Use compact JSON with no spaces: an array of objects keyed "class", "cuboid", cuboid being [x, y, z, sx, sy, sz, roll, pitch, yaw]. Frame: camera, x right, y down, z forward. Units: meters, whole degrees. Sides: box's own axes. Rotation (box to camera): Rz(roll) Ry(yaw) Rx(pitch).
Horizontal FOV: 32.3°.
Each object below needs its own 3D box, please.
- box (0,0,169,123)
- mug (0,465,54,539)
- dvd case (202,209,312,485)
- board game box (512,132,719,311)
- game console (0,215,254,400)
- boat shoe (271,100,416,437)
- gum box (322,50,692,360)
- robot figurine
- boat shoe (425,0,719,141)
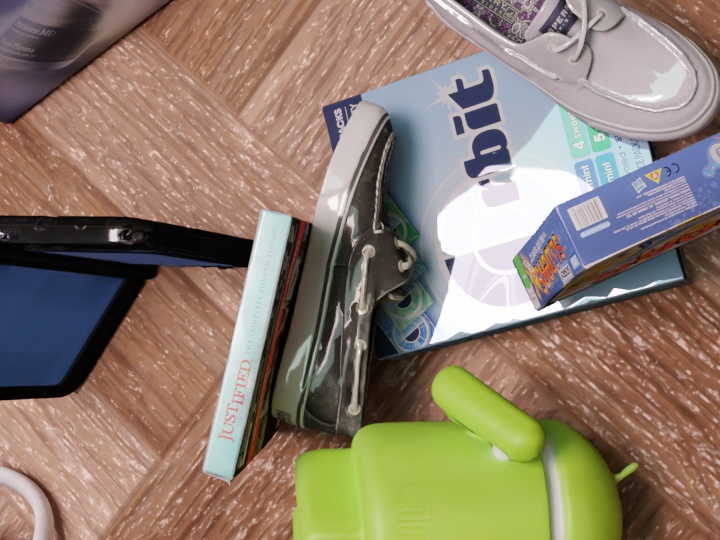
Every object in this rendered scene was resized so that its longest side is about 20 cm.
[{"class":"box","cuboid":[-0.253,-0.218,0.851,0.197,0.200,0.124,-33,74,17]},{"class":"mug","cuboid":[-0.292,0.231,0.876,0.173,0.148,0.202,10,60,14]},{"class":"dvd case","cuboid":[-0.054,0.039,0.754,0.022,0.200,0.148,13,92,4]},{"class":"board game box","cuboid":[0.185,-0.043,0.657,0.198,0.135,0.035,-24,81,-5]},{"class":"game console","cuboid":[-0.168,0.031,0.798,0.174,0.200,0.118,2,87,21]},{"class":"boat shoe","cuboid":[0.000,0.000,0.760,0.063,0.071,0.202,13,90,8]},{"class":"gum box","cuboid":[0.088,-0.050,0.783,0.198,0.044,0.172,-16,80,19]},{"class":"robot figurine","cuboid":[0.061,0.146,0.721,0.197,0.116,0.177,-1,126,-6]},{"class":"boat shoe","cuboid":[0.115,-0.141,0.718,0.200,0.068,0.072,39,99,20]}]
